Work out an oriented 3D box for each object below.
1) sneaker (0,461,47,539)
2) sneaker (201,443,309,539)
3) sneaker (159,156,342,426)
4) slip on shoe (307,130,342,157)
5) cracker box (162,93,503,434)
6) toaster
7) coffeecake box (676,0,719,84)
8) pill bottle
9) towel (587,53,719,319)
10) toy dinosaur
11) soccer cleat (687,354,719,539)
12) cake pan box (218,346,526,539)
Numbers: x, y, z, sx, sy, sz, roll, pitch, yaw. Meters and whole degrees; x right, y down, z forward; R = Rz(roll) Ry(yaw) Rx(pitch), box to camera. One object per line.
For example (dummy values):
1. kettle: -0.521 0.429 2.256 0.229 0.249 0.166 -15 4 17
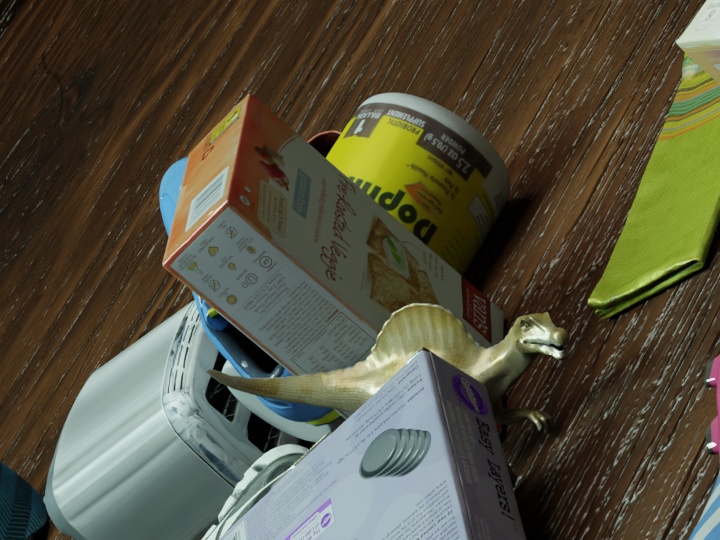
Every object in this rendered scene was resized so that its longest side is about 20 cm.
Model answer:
1. sneaker: -0.283 0.206 2.060 0.081 0.076 0.200 -46 15 23
2. sneaker: -0.068 0.178 1.569 0.201 0.066 0.090 -54 15 -19
3. sneaker: -0.069 0.000 1.604 0.066 0.078 0.201 -41 56 14
4. slip on shoe: -0.037 -0.021 1.886 0.074 0.061 0.201 -3 37 21
5. cracker box: -0.010 0.011 1.536 0.058 0.200 0.134 -42 19 22
6. toaster: -0.112 0.107 1.753 0.129 0.114 0.200 -40 16 26
7. coffeecake box: 0.269 -0.173 1.418 0.201 0.073 0.153 -55 18 -11
8. pill bottle: 0.000 0.000 1.692 0.201 0.109 0.109 -58 18 -22
9. towel: 0.179 -0.063 1.518 0.086 0.018 0.201 -33 24 48
10. toy dinosaur: 0.028 0.068 1.466 0.199 0.102 0.058 -11 8 24
11. soccer cleat: 0.180 0.084 1.144 0.086 0.070 0.201 -16 37 36
12. cake pan box: -0.004 0.166 1.378 0.200 0.052 0.185 -44 32 23
